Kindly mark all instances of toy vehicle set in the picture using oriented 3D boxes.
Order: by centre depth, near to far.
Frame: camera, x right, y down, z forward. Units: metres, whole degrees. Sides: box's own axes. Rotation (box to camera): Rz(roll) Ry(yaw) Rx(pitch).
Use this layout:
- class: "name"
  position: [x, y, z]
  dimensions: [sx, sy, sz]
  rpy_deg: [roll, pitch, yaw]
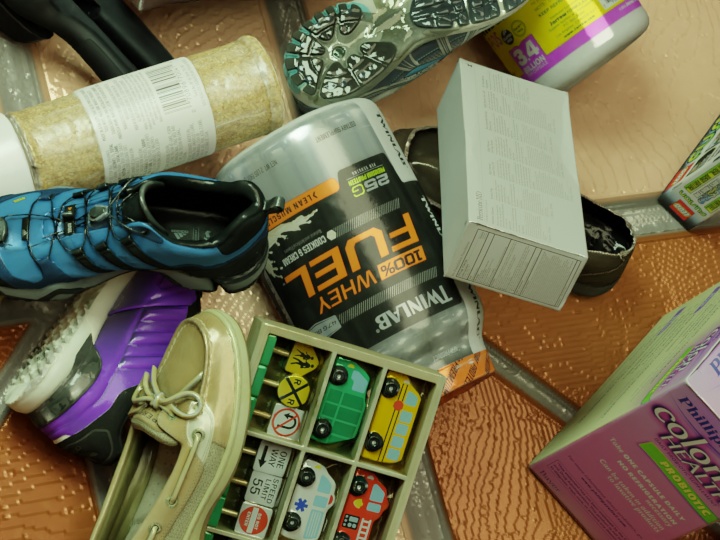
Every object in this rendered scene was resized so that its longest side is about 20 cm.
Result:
- class: "toy vehicle set"
  position: [-0.036, 0.140, 1.609]
  dimensions: [0.124, 0.027, 0.201]
  rpy_deg: [16, 95, -16]

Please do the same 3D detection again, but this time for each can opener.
- class: "can opener"
  position: [-0.170, -0.156, 1.698]
  dimensions: [0.200, 0.079, 0.063]
  rpy_deg: [40, 64, -21]

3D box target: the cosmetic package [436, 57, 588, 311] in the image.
- class: "cosmetic package"
  position: [0.096, -0.058, 1.705]
  dimensions: [0.082, 0.051, 0.200]
  rpy_deg: [19, 33, -12]

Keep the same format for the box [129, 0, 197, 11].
- class: "box"
  position: [-0.084, -0.295, 1.708]
  dimensions: [0.200, 0.166, 0.164]
  rpy_deg: [-13, 48, -30]

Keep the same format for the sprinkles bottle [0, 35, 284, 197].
- class: "sprinkles bottle"
  position: [-0.149, -0.089, 1.653]
  dimensions: [0.200, 0.068, 0.068]
  rpy_deg: [-19, 80, -17]

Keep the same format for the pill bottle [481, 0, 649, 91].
- class: "pill bottle"
  position: [0.109, -0.224, 1.847]
  dimensions: [0.104, 0.104, 0.200]
  rpy_deg: [-35, 88, -33]

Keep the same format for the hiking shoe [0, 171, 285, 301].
- class: "hiking shoe"
  position: [-0.150, -0.032, 1.571]
  dimensions: [0.199, 0.087, 0.075]
  rpy_deg: [-3, 63, -12]

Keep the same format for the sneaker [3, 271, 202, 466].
- class: "sneaker"
  position: [-0.132, 0.042, 1.644]
  dimensions: [0.100, 0.070, 0.200]
  rpy_deg: [44, 62, -13]

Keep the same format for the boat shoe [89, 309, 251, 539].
- class: "boat shoe"
  position: [-0.122, 0.119, 1.570]
  dimensions: [0.063, 0.073, 0.201]
  rpy_deg: [14, 98, -38]

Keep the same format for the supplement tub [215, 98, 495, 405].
- class: "supplement tub"
  position: [0.000, 0.000, 1.691]
  dimensions: [0.122, 0.123, 0.200]
  rpy_deg: [-25, 83, -32]

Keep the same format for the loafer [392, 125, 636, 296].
- class: "loafer"
  position: [0.108, -0.052, 1.797]
  dimensions: [0.200, 0.071, 0.073]
  rpy_deg: [22, 62, -18]

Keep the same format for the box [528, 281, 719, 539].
- class: "box"
  position: [0.239, 0.084, 1.735]
  dimensions: [0.097, 0.200, 0.176]
  rpy_deg: [48, 56, -3]

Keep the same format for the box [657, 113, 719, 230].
- class: "box"
  position: [0.303, -0.123, 1.904]
  dimensions: [0.035, 0.110, 0.200]
  rpy_deg: [43, 58, -6]

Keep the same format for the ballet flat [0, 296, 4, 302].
- class: "ballet flat"
  position: [-0.277, 0.026, 1.572]
  dimensions: [0.200, 0.063, 0.069]
  rpy_deg: [-38, 90, -33]

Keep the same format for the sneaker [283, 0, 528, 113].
- class: "sneaker"
  position: [0.032, -0.169, 1.777]
  dimensions: [0.200, 0.086, 0.078]
  rpy_deg: [-29, 78, -12]
